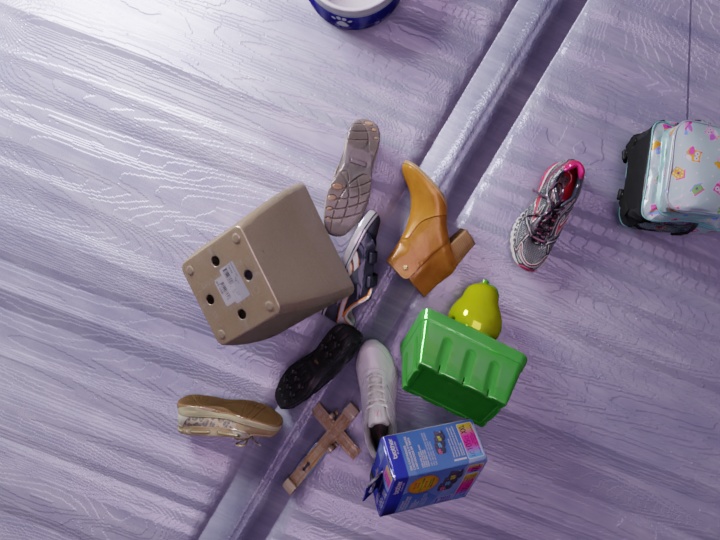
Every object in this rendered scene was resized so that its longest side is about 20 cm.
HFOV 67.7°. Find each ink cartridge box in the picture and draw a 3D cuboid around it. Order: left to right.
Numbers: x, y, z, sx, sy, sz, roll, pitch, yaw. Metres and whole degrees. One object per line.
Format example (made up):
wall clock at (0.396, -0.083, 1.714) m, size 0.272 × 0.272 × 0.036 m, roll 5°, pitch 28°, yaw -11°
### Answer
ink cartridge box at (0.093, 0.328, 0.883) m, size 0.192 × 0.078 × 0.139 m, roll -4°, pitch 135°, yaw -16°

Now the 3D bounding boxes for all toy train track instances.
toy train track at (-0.074, 0.318, 0.951) m, size 0.114 × 0.032 × 0.202 m, roll 41°, pitch 98°, yaw 16°

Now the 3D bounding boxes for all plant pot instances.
plant pot at (-0.159, 0.006, 0.851) m, size 0.196 × 0.176 × 0.205 m, roll -27°, pitch 91°, yaw 27°

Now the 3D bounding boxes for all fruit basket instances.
fruit basket at (0.179, 0.127, 0.922) m, size 0.208 × 0.157 × 0.221 m, roll 10°, pitch 50°, yaw -12°

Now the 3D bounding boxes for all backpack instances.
backpack at (0.555, -0.150, 0.890) m, size 0.192 × 0.153 × 0.183 m, roll 9°, pitch 86°, yaw -6°

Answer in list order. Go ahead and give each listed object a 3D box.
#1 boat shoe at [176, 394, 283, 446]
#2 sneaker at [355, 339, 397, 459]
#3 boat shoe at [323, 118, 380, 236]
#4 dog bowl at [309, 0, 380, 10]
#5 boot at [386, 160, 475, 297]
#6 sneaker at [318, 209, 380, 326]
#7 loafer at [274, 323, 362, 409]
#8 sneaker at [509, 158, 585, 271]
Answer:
boat shoe at (-0.230, 0.268, 0.948) m, size 0.192 × 0.073 × 0.065 m, roll 8°, pitch 98°, yaw 11°
sneaker at (0.033, 0.225, 0.925) m, size 0.075 × 0.099 × 0.208 m, roll -8°, pitch 91°, yaw 2°
boat shoe at (-0.013, -0.155, 0.931) m, size 0.072 × 0.073 × 0.207 m, roll 20°, pitch 87°, yaw -3°
dog bowl at (-0.011, -0.530, 0.918) m, size 0.192 × 0.079 × 0.209 m, roll 0°, pitch 91°, yaw 1°
boot at (0.094, -0.069, 0.931) m, size 0.143 × 0.071 × 0.203 m, roll -39°, pitch 96°, yaw -2°
sneaker at (0.000, 0.000, 0.932) m, size 0.078 × 0.078 × 0.205 m, roll 28°, pitch 103°, yaw 5°
loafer at (-0.072, 0.174, 0.941) m, size 0.200 × 0.070 × 0.069 m, roll -45°, pitch 59°, yaw 16°
sneaker at (0.321, -0.098, 0.928) m, size 0.078 × 0.075 × 0.206 m, roll 22°, pitch 92°, yaw 0°
